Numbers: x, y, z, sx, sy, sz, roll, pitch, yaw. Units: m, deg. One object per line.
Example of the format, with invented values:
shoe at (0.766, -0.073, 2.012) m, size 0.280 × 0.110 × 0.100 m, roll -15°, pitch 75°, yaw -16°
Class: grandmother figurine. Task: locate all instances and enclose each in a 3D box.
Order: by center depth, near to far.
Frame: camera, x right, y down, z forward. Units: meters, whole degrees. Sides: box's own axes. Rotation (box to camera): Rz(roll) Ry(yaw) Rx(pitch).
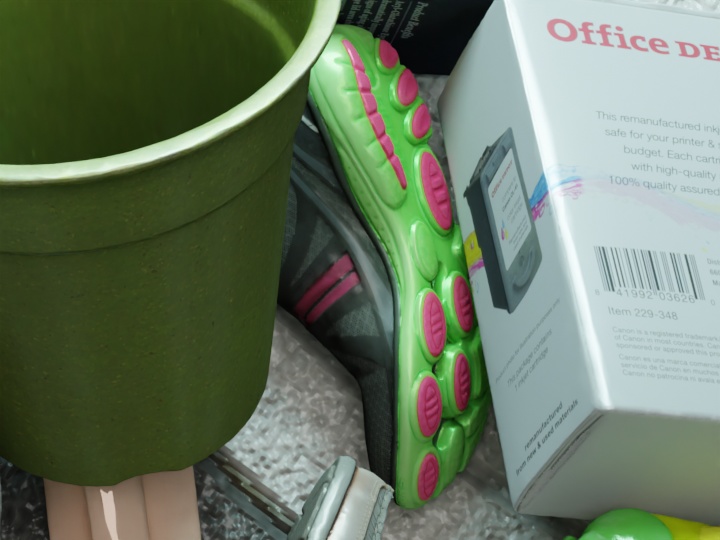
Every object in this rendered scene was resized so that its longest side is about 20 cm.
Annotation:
grandmother figurine at (-0.088, 0.149, 1.035) m, size 0.121 × 0.061 × 0.201 m, roll -11°, pitch 76°, yaw -3°

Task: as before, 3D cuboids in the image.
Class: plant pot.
plant pot at (-0.102, -0.026, 0.977) m, size 0.199 × 0.191 × 0.201 m, roll -2°, pitch 41°, yaw 1°

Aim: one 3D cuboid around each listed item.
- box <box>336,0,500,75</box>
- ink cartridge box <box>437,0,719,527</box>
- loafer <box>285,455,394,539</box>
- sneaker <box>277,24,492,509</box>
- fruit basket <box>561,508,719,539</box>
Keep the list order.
box at (-0.042, -0.171, 1.093) m, size 0.199 × 0.104 × 0.149 m, roll 2°, pitch 76°, yaw -8°
ink cartridge box at (0.122, -0.003, 1.034) m, size 0.147 × 0.086 × 0.201 m, roll 7°, pitch 52°, yaw -22°
loafer at (-0.023, 0.170, 0.991) m, size 0.063 × 0.072 × 0.201 m, roll 25°, pitch 65°, yaw -4°
sneaker at (0.000, 0.000, 1.084) m, size 0.077 × 0.083 × 0.201 m, roll -15°, pitch 92°, yaw -54°
fruit basket at (0.172, 0.159, 0.976) m, size 0.155 × 0.216 × 0.217 m, roll -24°, pitch 80°, yaw 13°
